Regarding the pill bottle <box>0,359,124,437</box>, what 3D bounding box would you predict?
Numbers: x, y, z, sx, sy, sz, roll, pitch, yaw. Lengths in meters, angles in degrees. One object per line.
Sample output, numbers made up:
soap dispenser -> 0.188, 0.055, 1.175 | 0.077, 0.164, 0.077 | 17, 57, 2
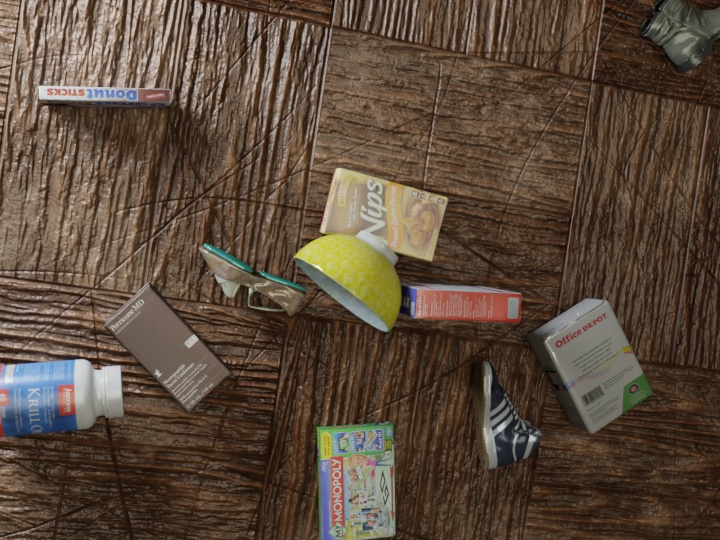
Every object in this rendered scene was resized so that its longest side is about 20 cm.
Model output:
pill bottle -> -0.478, 0.198, 1.483 | 0.199, 0.112, 0.113 | -5, 94, -13

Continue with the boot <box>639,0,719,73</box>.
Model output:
boot -> 0.622, -0.477, 1.747 | 0.131, 0.068, 0.200 | 44, 81, -6

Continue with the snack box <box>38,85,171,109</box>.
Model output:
snack box -> -0.404, -0.276, 1.498 | 0.199, 0.072, 0.024 | -1, 91, -14

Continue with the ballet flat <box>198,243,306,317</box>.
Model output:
ballet flat -> -0.187, 0.024, 1.571 | 0.200, 0.068, 0.067 | 25, 94, -12

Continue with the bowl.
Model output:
bowl -> 0.000, 0.000, 1.547 | 0.200, 0.200, 0.108 | 41, 80, -12

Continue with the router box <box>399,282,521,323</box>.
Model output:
router box -> 0.151, 0.052, 1.585 | 0.179, 0.200, 0.049 | 3, 92, -13

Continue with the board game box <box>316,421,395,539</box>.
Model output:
board game box -> -0.007, 0.371, 1.649 | 0.134, 0.029, 0.201 | -2, 93, -14

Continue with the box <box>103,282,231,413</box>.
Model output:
box -> -0.314, 0.125, 1.540 | 0.100, 0.075, 0.200 | -44, 100, -8

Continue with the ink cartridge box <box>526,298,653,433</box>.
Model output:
ink cartridge box -> 0.417, 0.171, 1.714 | 0.145, 0.084, 0.200 | -30, 100, -11

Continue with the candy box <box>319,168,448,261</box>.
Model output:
candy box -> 0.040, -0.095, 1.624 | 0.199, 0.055, 0.116 | 14, 90, -14

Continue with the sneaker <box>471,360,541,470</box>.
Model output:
sneaker -> 0.262, 0.253, 1.687 | 0.108, 0.070, 0.201 | -7, 101, -8
